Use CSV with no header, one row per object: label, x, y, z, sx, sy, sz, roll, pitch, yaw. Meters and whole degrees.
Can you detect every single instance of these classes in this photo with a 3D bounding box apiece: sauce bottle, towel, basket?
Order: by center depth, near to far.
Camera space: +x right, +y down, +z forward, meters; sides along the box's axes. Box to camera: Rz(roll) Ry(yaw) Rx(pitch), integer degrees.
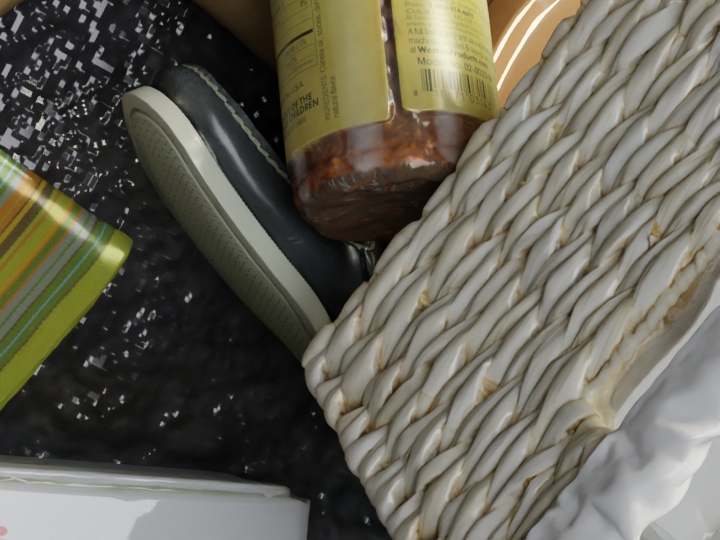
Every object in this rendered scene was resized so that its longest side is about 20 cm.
basket,0.121,0.033,0.766,0.200,0.161,0.198,30,103,-37
sauce bottle,0.003,-0.110,0.840,0.066,0.066,0.200,3,70,-18
towel,-0.169,-0.036,0.849,0.200,0.018,0.086,37,112,-15

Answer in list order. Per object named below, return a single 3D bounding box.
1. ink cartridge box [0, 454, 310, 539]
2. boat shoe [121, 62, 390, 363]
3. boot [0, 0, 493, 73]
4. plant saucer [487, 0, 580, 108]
ink cartridge box,-0.102,0.156,0.859,0.145,0.087,0.200,5,91,-19
boat shoe,0.000,0.000,0.885,0.068,0.072,0.200,-48,122,-8
boot,-0.038,-0.080,0.888,0.200,0.066,0.175,38,80,-16
plant saucer,0.096,-0.006,0.908,0.200,0.032,0.201,-1,91,-45
